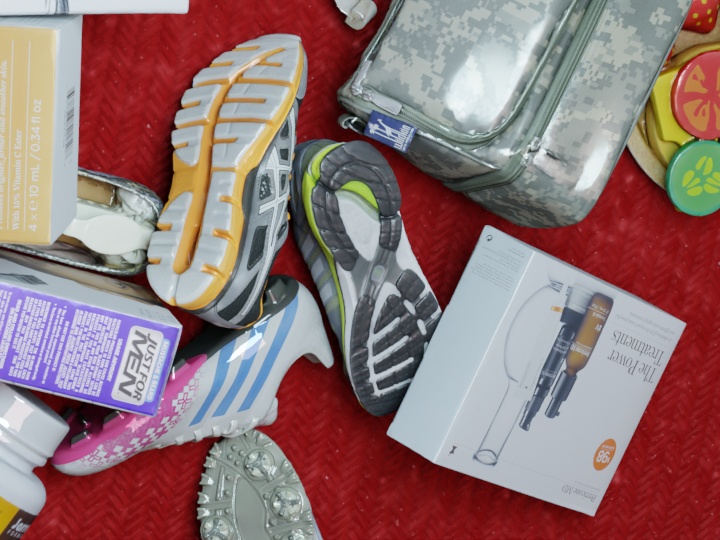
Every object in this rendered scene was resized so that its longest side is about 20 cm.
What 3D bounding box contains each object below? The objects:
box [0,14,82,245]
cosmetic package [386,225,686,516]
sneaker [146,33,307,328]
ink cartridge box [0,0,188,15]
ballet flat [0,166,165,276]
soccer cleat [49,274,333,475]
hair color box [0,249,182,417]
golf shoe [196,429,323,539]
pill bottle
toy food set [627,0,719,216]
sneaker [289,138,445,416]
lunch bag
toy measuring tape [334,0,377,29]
[{"bbox_3d":[-0.264,-0.088,1.410,0.198,0.098,0.125,3,102,1],"label":"box"},{"bbox_3d":[0.121,0.071,1.646,0.199,0.052,0.152,22,96,-50],"label":"cosmetic package"},{"bbox_3d":[-0.074,-0.056,1.540,0.077,0.078,0.201,44,58,-48],"label":"sneaker"},{"bbox_3d":[-0.209,-0.197,1.420,0.198,0.145,0.085,-3,106,-23],"label":"ink cartridge box"},{"bbox_3d":[-0.200,-0.042,1.507,0.199,0.072,0.073,14,97,-26],"label":"ballet flat"},{"bbox_3d":[-0.102,0.085,1.580,0.199,0.070,0.087,-36,114,-12],"label":"soccer cleat"},{"bbox_3d":[-0.217,0.025,1.482,0.199,0.109,0.065,16,97,-19],"label":"hair color box"},{"bbox_3d":[-0.049,0.201,1.638,0.078,0.097,0.201,-19,87,9],"label":"golf shoe"},{"bbox_3d":[-0.267,0.153,1.504,0.109,0.109,0.200,38,87,-26],"label":"pill bottle"},{"bbox_3d":[0.264,-0.136,1.696,0.199,0.049,0.199,-23,111,-17],"label":"toy food set"},{"bbox_3d":[0.000,0.000,1.599,0.073,0.081,0.201,-20,115,-17],"label":"sneaker"},{"bbox_3d":[0.093,-0.142,1.567,0.167,0.139,0.201,29,83,-14],"label":"lunch bag"},{"bbox_3d":[-0.015,-0.248,1.530,0.073,0.074,0.201,-30,111,-14],"label":"toy measuring tape"}]
